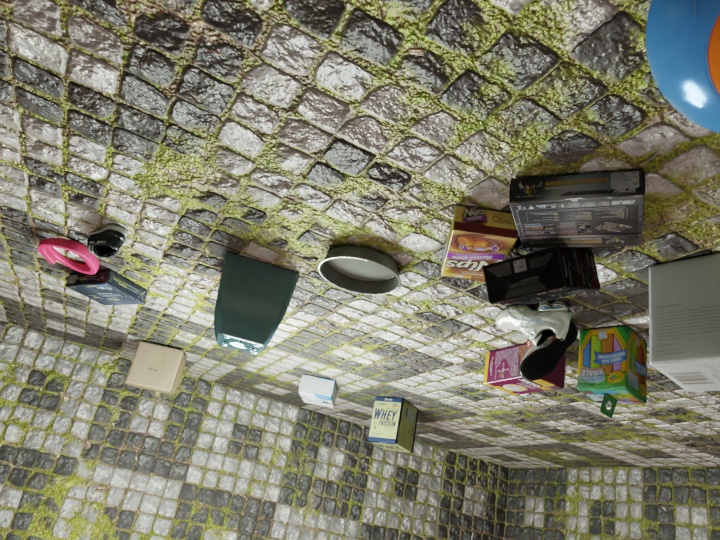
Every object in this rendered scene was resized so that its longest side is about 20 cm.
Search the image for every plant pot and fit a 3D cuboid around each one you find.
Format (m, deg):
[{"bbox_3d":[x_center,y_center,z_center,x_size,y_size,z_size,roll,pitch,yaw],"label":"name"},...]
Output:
[{"bbox_3d":[-0.290,0.102,1.490,0.194,0.201,0.196,17,155,-10],"label":"plant pot"}]

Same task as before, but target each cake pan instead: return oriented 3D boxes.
[{"bbox_3d":[0.000,0.000,1.330,0.198,0.037,0.201,10,156,4],"label":"cake pan"}]

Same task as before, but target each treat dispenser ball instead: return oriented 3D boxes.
[{"bbox_3d":[0.357,-0.218,0.494,0.199,0.202,0.201,10,156,4],"label":"treat dispenser ball"}]

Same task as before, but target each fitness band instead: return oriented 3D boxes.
[{"bbox_3d":[-0.828,-0.043,1.630,0.142,0.038,0.200,11,157,-4],"label":"fitness band"}]

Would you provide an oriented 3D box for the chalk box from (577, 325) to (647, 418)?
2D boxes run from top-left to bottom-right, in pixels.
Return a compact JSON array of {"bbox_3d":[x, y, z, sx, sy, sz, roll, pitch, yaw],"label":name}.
[{"bbox_3d":[0.614,0.253,1.395,0.123,0.201,0.124,-13,146,44],"label":"chalk box"}]

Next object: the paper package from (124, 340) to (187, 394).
[{"bbox_3d":[-0.873,0.418,2.455,0.198,0.192,0.104,13,160,-1],"label":"paper package"}]

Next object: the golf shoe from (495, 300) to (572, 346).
[{"bbox_3d":[0.402,0.133,1.361,0.078,0.098,0.199,26,153,-32],"label":"golf shoe"}]

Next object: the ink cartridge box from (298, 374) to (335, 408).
[{"bbox_3d":[-0.183,0.531,2.511,0.145,0.086,0.200,9,154,6],"label":"ink cartridge box"}]

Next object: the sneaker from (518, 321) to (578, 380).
[{"bbox_3d":[0.437,0.202,1.401,0.067,0.201,0.108,53,156,-3],"label":"sneaker"}]

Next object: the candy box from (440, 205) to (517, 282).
[{"bbox_3d":[0.225,-0.045,1.108,0.116,0.057,0.200,8,157,5],"label":"candy box"}]

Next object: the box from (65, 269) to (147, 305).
[{"bbox_3d":[-0.803,0.058,1.812,0.199,0.051,0.158,-2,153,29],"label":"box"}]

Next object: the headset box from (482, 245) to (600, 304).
[{"bbox_3d":[0.346,0.014,1.075,0.148,0.078,0.199,-17,166,38],"label":"headset box"}]

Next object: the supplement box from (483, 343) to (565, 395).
[{"bbox_3d":[0.471,0.287,1.653,0.130,0.104,0.200,23,153,-22],"label":"supplement box"}]

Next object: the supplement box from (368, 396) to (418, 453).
[{"bbox_3d":[0.151,0.690,2.557,0.133,0.201,0.200,-4,150,29],"label":"supplement box"}]

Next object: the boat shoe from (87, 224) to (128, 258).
[{"bbox_3d":[-0.663,-0.064,1.472,0.075,0.061,0.199,26,152,-29],"label":"boat shoe"}]

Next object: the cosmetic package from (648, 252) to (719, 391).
[{"bbox_3d":[0.643,0.098,1.044,0.167,0.201,0.166,28,152,-33],"label":"cosmetic package"}]

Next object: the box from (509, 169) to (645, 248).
[{"bbox_3d":[0.358,-0.095,0.944,0.198,0.049,0.158,0,155,26],"label":"box"}]
